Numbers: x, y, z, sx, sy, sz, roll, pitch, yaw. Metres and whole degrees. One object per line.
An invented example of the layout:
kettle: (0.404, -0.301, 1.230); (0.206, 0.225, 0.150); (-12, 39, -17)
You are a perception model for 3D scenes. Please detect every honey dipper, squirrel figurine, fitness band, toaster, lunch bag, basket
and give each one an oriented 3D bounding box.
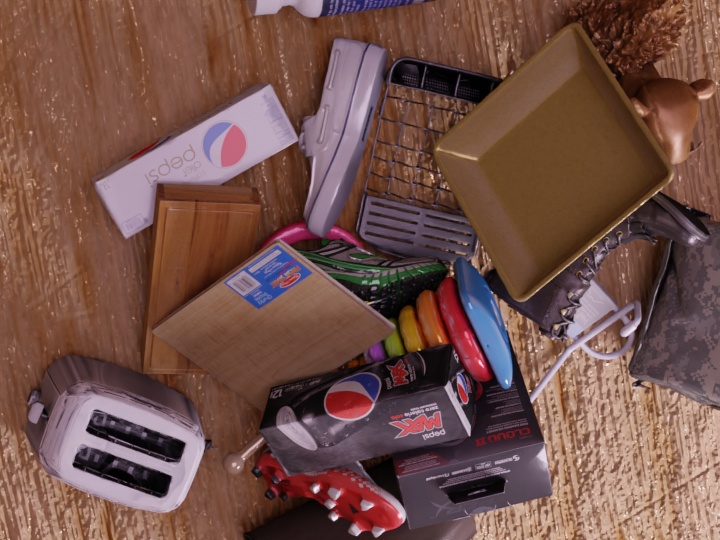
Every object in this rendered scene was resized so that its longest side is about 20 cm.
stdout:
honey dipper: (-0.060, 0.137, 1.607); (0.200, 0.038, 0.038); (-42, 105, -6)
squirrel figurine: (0.271, -0.189, 1.597); (0.140, 0.187, 0.203); (-9, 100, -11)
fitness band: (-0.051, 0.049, 1.633); (0.142, 0.037, 0.203); (-6, 100, -13)
toaster: (-0.231, 0.165, 1.559); (0.198, 0.129, 0.115); (23, 93, -15)
lunch bag: (0.384, 0.048, 1.683); (0.166, 0.139, 0.202); (17, 91, 1)
basket: (0.009, 0.282, 1.625); (0.199, 0.180, 0.137); (-33, 137, -14)

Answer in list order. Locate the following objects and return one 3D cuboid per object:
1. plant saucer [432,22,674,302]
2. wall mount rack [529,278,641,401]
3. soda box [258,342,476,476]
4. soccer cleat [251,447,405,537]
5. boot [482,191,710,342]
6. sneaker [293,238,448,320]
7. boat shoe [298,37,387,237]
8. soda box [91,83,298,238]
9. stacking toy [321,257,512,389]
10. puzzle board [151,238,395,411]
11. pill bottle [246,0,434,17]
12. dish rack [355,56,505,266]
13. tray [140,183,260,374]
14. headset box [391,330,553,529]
plant saucer: (0.190, -0.101, 1.535); (0.200, 0.201, 0.048); (-41, 149, 23)
wall mount rack: (0.192, 0.051, 1.675); (0.173, 0.075, 0.200); (-39, 105, 26)
soda box: (0.007, 0.135, 1.523); (0.198, 0.064, 0.071); (-16, 124, 21)
soccer cleat: (-0.022, 0.203, 1.579); (0.085, 0.199, 0.069); (-45, 125, -30)
boot: (0.228, -0.010, 1.560); (0.069, 0.199, 0.176); (16, 100, -55)
sneaker: (0.000, 0.000, 1.584); (0.198, 0.078, 0.086); (-2, 54, -31)
boat shoe: (-0.030, -0.135, 1.598); (0.065, 0.074, 0.202); (16, 80, 9)
soda box: (-0.164, -0.110, 1.567); (0.199, 0.068, 0.064); (-30, 103, -8)
stacking toy: (0.045, 0.083, 1.565); (0.198, 0.110, 0.117); (-24, 112, 9)
puzzle board: (-0.085, 0.054, 1.527); (0.150, 0.018, 0.199); (38, 131, -23)
pill bottle: (-0.015, -0.309, 1.550); (0.197, 0.116, 0.117); (-10, 100, -11)
dish rack: (0.078, -0.107, 1.632); (0.151, 0.055, 0.203); (11, 95, -14)
tray: (-0.159, 0.012, 1.560); (0.097, 0.037, 0.202); (2, 124, -13)
headset box: (0.101, 0.162, 1.575); (0.147, 0.201, 0.076); (-13, 125, 1)
